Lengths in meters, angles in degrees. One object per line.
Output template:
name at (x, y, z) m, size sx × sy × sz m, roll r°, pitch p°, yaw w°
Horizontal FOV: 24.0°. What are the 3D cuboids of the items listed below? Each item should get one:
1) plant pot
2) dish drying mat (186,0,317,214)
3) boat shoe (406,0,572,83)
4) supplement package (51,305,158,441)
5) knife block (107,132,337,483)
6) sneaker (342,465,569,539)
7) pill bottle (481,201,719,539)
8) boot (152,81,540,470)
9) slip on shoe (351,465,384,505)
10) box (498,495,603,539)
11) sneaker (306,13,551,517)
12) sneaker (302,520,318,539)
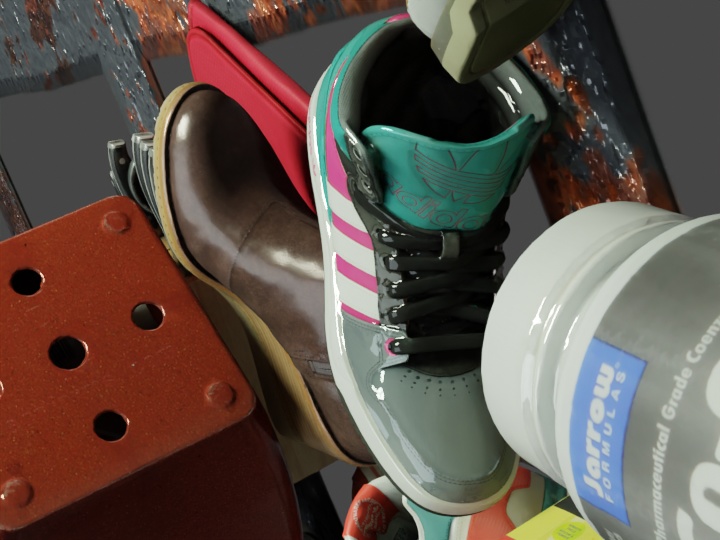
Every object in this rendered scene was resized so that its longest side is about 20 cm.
plant pot at (-0.148, 0.080, 0.850) m, size 0.200 × 0.200 × 0.176 m, roll 57°, pitch 156°, yaw 20°
dish drying mat at (-0.034, -0.062, 0.856) m, size 0.200 × 0.018 × 0.077 m, roll 44°, pitch 153°, yaw 40°
boat shoe at (0.044, -0.129, 0.523) m, size 0.068 × 0.075 × 0.200 m, roll 54°, pitch 158°, yaw 9°
supplement package at (-0.181, 0.138, 1.035) m, size 0.151 × 0.152 × 0.200 m, roll 56°, pitch 152°, yaw 20°
knife block at (-0.072, 0.013, 0.948) m, size 0.200 × 0.064 × 0.176 m, roll 59°, pitch 164°, yaw 14°
sneaker at (0.035, 0.125, 0.782) m, size 0.093 × 0.070 × 0.200 m, roll 21°, pitch 157°, yaw -6°
pill bottle at (0.127, 0.048, 0.481) m, size 0.200 × 0.114 × 0.114 m, roll 27°, pitch 138°, yaw 56°
boot at (0.000, 0.000, 0.771) m, size 0.166 × 0.072 × 0.200 m, roll -2°, pitch 117°, yaw 44°
slip on shoe at (0.013, 0.183, 0.972) m, size 0.074 × 0.061 × 0.200 m, roll 48°, pitch 153°, yaw 38°
box at (0.059, 0.137, 0.620) m, size 0.075 × 0.200 × 0.050 m, roll 24°, pitch 139°, yaw 60°
sneaker at (0.032, -0.013, 0.647) m, size 0.121 × 0.084 × 0.200 m, roll 121°, pitch 137°, yaw -69°
sneaker at (-0.049, 0.212, 1.064) m, size 0.087 × 0.074 × 0.200 m, roll 47°, pitch -175°, yaw 10°
